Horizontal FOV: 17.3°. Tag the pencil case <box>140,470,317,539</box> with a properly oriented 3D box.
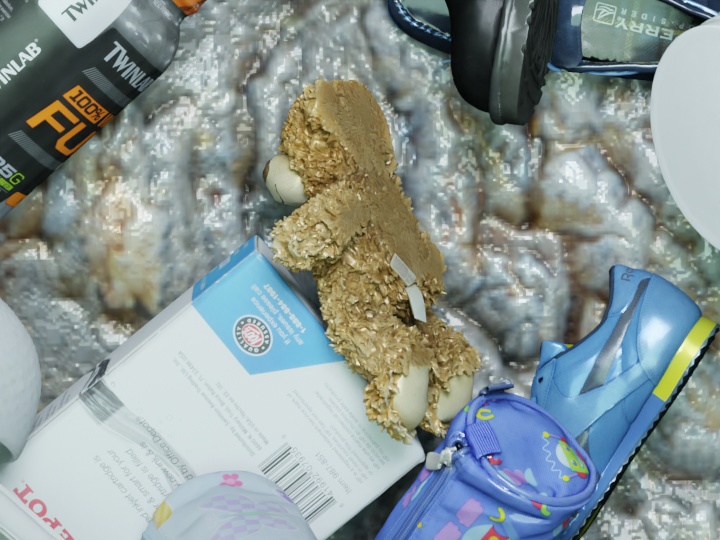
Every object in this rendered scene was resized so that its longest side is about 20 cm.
[{"bbox_3d":[-0.054,0.168,1.159,0.090,0.200,0.084,-7,108,-9],"label":"pencil case"}]

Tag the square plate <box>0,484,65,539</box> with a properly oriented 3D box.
[{"bbox_3d":[-0.228,0.128,1.230,0.198,0.200,0.028,44,59,-18],"label":"square plate"}]

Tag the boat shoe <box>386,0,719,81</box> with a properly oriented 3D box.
[{"bbox_3d":[0.114,-0.145,1.276,0.199,0.069,0.085,3,96,-2],"label":"boat shoe"}]

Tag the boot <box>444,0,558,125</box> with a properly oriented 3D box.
[{"bbox_3d":[0.023,-0.171,1.228,0.157,0.079,0.212,-1,68,13],"label":"boot"}]

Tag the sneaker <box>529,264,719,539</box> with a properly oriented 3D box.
[{"bbox_3d":[0.116,0.090,1.311,0.078,0.066,0.201,33,95,8],"label":"sneaker"}]

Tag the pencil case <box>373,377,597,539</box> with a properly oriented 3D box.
[{"bbox_3d":[0.043,0.152,1.263,0.087,0.078,0.200,17,127,-26],"label":"pencil case"}]

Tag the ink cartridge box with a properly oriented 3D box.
[{"bbox_3d":[-0.087,0.101,1.289,0.200,0.084,0.145,-39,99,2],"label":"ink cartridge box"}]

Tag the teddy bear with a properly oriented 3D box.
[{"bbox_3d":[0.000,0.000,1.256,0.067,0.145,0.201,-26,95,30],"label":"teddy bear"}]

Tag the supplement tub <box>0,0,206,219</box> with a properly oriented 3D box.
[{"bbox_3d":[-0.181,-0.115,1.241,0.200,0.123,0.123,-42,96,3],"label":"supplement tub"}]

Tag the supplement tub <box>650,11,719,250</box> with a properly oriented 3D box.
[{"bbox_3d":[0.262,-0.090,1.217,0.199,0.144,0.145,-19,98,-30],"label":"supplement tub"}]

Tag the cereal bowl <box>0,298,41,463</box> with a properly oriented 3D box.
[{"bbox_3d":[-0.248,0.020,1.207,0.199,0.200,0.084,25,73,-5],"label":"cereal bowl"}]
